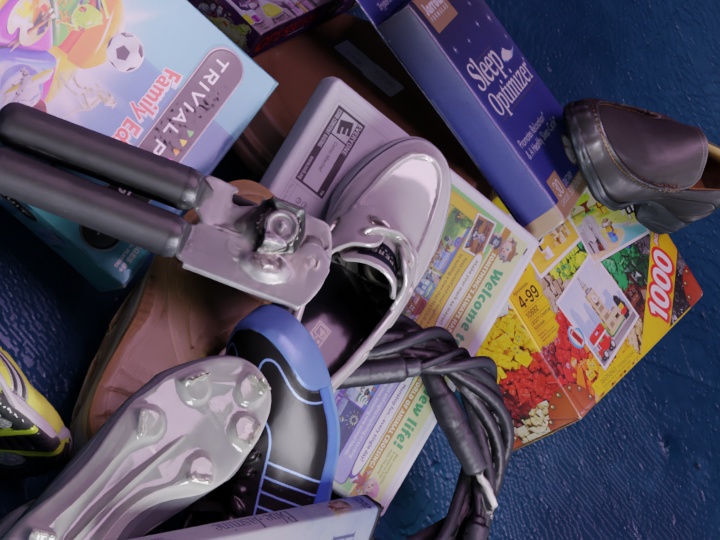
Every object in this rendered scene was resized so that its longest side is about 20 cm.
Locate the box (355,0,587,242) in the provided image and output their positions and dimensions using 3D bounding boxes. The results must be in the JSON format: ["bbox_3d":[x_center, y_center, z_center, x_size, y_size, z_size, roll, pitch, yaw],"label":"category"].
[{"bbox_3d":[0.073,-0.122,1.836,0.200,0.032,0.121,52,24,-6],"label":"box"}]

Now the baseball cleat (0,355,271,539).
[{"bbox_3d":[-0.137,0.114,1.521,0.200,0.106,0.070,-39,103,-27],"label":"baseball cleat"}]

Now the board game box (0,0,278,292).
[{"bbox_3d":[-0.167,-0.110,1.609,0.200,0.047,0.151,41,72,-16],"label":"board game box"}]

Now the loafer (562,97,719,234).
[{"bbox_3d":[0.190,-0.077,1.883,0.200,0.072,0.073,17,56,-63],"label":"loafer"}]

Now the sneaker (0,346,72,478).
[{"bbox_3d":[-0.222,0.035,1.510,0.200,0.075,0.077,42,43,-27],"label":"sneaker"}]

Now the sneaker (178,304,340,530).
[{"bbox_3d":[-0.060,0.121,1.591,0.078,0.070,0.201,-28,126,-45],"label":"sneaker"}]

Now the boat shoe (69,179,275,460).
[{"bbox_3d":[-0.107,0.033,1.627,0.074,0.069,0.200,40,57,-12],"label":"boat shoe"}]

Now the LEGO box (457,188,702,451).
[{"bbox_3d":[0.123,0.007,1.917,0.149,0.077,0.200,58,38,-6],"label":"LEGO box"}]

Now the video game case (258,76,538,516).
[{"bbox_3d":[-0.005,0.018,1.731,0.182,0.022,0.201,37,77,-29],"label":"video game case"}]

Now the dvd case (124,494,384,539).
[{"bbox_3d":[-0.075,0.196,1.553,0.018,0.143,0.200,31,22,34],"label":"dvd case"}]

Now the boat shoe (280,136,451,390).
[{"bbox_3d":[0.000,0.000,1.662,0.072,0.066,0.200,43,63,-11],"label":"boat shoe"}]

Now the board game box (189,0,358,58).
[{"bbox_3d":[-0.054,-0.208,1.852,0.120,0.032,0.200,41,37,12],"label":"board game box"}]

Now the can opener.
[{"bbox_3d":[-0.110,-0.031,1.581,0.199,0.067,0.054,21,76,-7],"label":"can opener"}]

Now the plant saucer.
[{"bbox_3d":[-0.001,-0.096,1.815,0.199,0.030,0.201,19,39,-16],"label":"plant saucer"}]

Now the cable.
[{"bbox_3d":[0.011,0.104,1.708,0.200,0.051,0.164,30,79,-29],"label":"cable"}]
